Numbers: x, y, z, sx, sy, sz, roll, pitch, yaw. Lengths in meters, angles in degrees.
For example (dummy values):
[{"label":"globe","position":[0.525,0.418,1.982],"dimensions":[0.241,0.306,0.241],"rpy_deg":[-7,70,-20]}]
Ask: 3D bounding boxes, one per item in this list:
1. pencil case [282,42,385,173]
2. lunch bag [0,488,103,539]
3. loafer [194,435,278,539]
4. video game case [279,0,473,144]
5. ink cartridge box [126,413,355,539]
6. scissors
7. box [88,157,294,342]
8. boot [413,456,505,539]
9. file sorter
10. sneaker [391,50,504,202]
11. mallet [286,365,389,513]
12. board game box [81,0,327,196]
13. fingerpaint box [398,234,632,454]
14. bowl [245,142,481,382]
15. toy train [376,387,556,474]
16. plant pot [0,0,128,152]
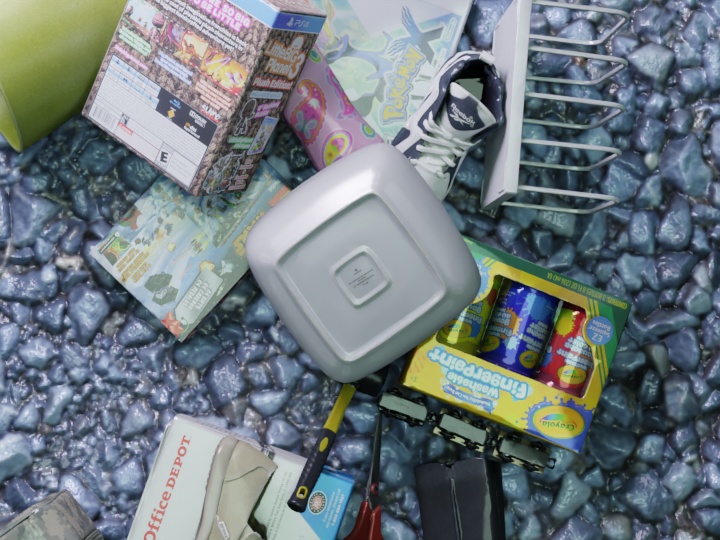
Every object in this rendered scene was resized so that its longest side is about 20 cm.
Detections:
[{"label":"pencil case","position":[-0.045,-0.171,1.271],"dimensions":[0.087,0.087,0.201],"rpy_deg":[-33,84,-4]},{"label":"lunch bag","position":[-0.327,0.343,1.221],"dimensions":[0.199,0.139,0.168],"rpy_deg":[-37,88,-4]},{"label":"loafer","position":[-0.125,0.263,1.183],"dimensions":[0.067,0.076,0.203],"rpy_deg":[10,86,4]},{"label":"video game case","position":[0.007,-0.234,1.333],"dimensions":[0.180,0.022,0.202],"rpy_deg":[20,86,-1]},{"label":"ink cartridge box","position":[-0.122,0.247,1.264],"dimensions":[0.198,0.084,0.148],"rpy_deg":[21,86,0]},{"label":"scissors","position":[0.015,0.243,1.291],"dimensions":[0.073,0.014,0.202],"rpy_deg":[36,57,-31]},{"label":"box","position":[-0.168,-0.043,1.304],"dimensions":[0.137,0.040,0.200],"rpy_deg":[43,85,2]},{"label":"boot","position":[0.073,0.300,1.275],"dimensions":[0.163,0.066,0.203],"rpy_deg":[-8,80,16]},{"label":"file sorter","position":[0.202,-0.166,1.281],"dimensions":[0.123,0.139,0.203],"rpy_deg":[5,86,-5]},{"label":"sneaker","position":[0.087,-0.139,1.256],"dimensions":[0.079,0.130,0.200],"rpy_deg":[33,84,-5]},{"label":"mallet","position":[-0.038,0.154,1.250],"dimensions":[0.065,0.041,0.201],"rpy_deg":[30,50,6]},{"label":"board game box","position":[-0.155,-0.200,1.213],"dimensions":[0.159,0.097,0.201],"rpy_deg":[35,110,18]},{"label":"fingerpaint box","position":[0.160,0.077,1.293],"dimensions":[0.198,0.073,0.169],"rpy_deg":[22,85,-1]},{"label":"bowl","position":[0.000,0.000,1.207],"dimensions":[0.199,0.075,0.201],"rpy_deg":[-34,99,9]},{"label":"toy train","position":[0.110,0.170,1.299],"dimensions":[0.198,0.046,0.034],"rpy_deg":[21,77,0]},{"label":"plant pot","position":[-0.301,-0.249,1.258],"dimensions":[0.199,0.187,0.188],"rpy_deg":[-30,88,-19]}]
